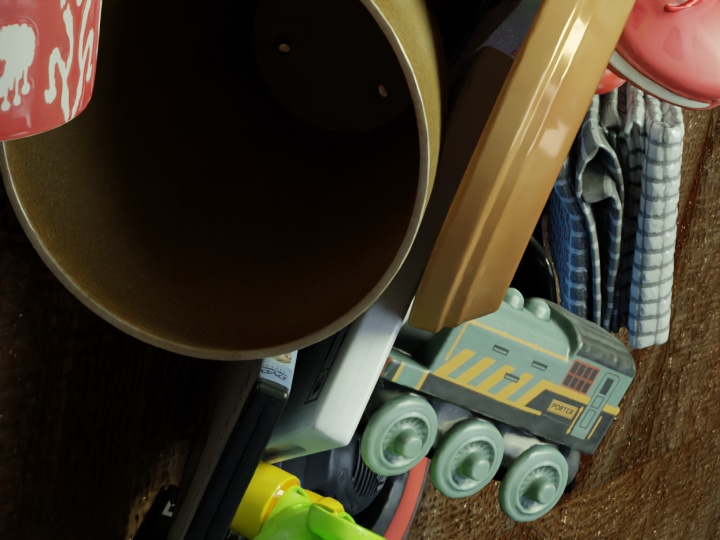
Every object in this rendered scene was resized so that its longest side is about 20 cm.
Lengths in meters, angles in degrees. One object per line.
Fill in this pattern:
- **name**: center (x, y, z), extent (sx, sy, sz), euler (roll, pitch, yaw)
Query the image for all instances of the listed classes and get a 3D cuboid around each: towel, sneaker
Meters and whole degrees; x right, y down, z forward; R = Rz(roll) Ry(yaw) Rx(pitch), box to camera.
- **towel**: center (0.156, -0.062, 1.351), extent (0.200, 0.085, 0.166), euler (-82, 171, -57)
- **sneaker**: center (0.147, -0.162, 1.013), extent (0.200, 0.115, 0.078), euler (44, 62, -20)

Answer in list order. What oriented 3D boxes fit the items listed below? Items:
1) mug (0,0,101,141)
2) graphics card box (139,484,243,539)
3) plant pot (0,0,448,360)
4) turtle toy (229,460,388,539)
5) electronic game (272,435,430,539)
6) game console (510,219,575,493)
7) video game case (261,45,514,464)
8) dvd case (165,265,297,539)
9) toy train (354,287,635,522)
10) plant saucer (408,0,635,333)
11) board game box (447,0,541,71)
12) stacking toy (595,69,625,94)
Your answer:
- **mug**: center (-0.162, -0.156, 0.715), extent (0.133, 0.177, 0.200), euler (-105, -162, -62)
- **graphics card box**: center (-0.104, 0.224, 1.066), extent (0.200, 0.051, 0.126), euler (-61, 150, -25)
- **plant pot**: center (-0.034, -0.081, 0.933), extent (0.200, 0.186, 0.187), euler (-46, 143, -65)
- **turtle toy**: center (-0.014, 0.163, 1.003), extent (0.101, 0.146, 0.200), euler (-64, 156, -7)
- **electronic game**: center (-0.005, 0.102, 1.203), extent (0.200, 0.042, 0.200), euler (-32, 127, -56)
- **game console**: center (0.109, 0.002, 1.304), extent (0.176, 0.116, 0.200), euler (-52, 146, -39)
- **video game case**: center (0.000, 0.000, 1.026), extent (0.200, 0.023, 0.182), euler (-66, -168, -15)
- **dvd case**: center (-0.057, 0.065, 0.971), extent (0.200, 0.018, 0.143), euler (-83, -163, -65)
- **toy train**: center (0.059, 0.060, 1.133), extent (0.200, 0.085, 0.114), euler (23, 99, -40)
- **plant saucer**: center (0.077, -0.060, 0.945), extent (0.200, 0.037, 0.200), euler (25, 90, -87)
- **board game box**: center (0.127, -0.192, 1.203), extent (0.200, 0.041, 0.200), euler (-60, -172, -29)
- **stacking toy**: center (0.163, -0.174, 1.309), extent (0.200, 0.085, 0.085), euler (-55, 148, -48)
